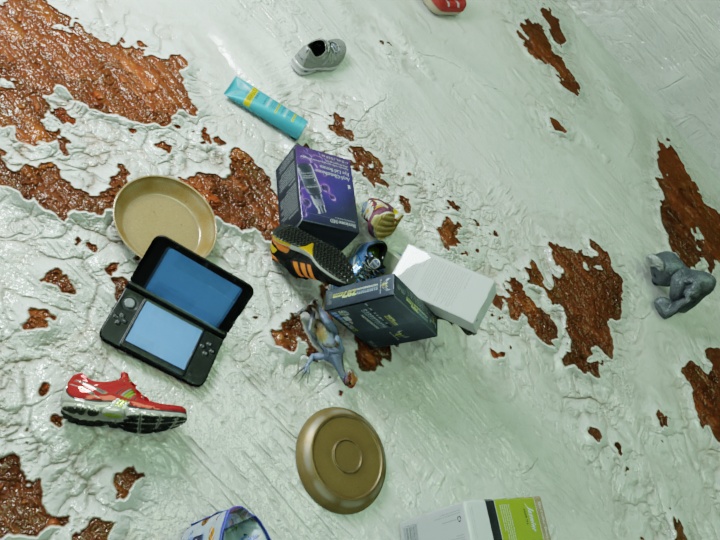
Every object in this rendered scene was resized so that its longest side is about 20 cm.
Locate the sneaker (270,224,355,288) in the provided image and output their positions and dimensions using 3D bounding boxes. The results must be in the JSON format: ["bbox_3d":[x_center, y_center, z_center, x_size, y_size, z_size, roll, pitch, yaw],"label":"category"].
[{"bbox_3d":[-0.099,-0.011,1.330,0.199,0.091,0.070,32,42,15],"label":"sneaker"}]

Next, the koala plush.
[{"bbox_3d":[1.010,0.018,2.104,0.176,0.184,0.201,-7,56,-38],"label":"koala plush"}]

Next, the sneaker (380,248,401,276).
[{"bbox_3d":[0.125,0.018,1.522,0.200,0.077,0.111,40,25,15],"label":"sneaker"}]

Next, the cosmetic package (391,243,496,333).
[{"bbox_3d":[0.166,0.036,1.342,0.199,0.071,0.102,25,76,23],"label":"cosmetic package"}]

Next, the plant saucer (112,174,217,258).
[{"bbox_3d":[-0.373,-0.088,1.248,0.199,0.035,0.202,18,55,-27],"label":"plant saucer"}]

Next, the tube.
[{"bbox_3d":[-0.219,-0.380,1.534,0.199,0.050,0.078,30,42,-11],"label":"tube"}]

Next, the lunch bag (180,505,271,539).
[{"bbox_3d":[-0.193,0.459,0.959,0.123,0.170,0.202,-6,68,-43],"label":"lunch bag"}]

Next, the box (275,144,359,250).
[{"bbox_3d":[-0.097,-0.153,1.441,0.147,0.104,0.202,9,58,-32],"label":"box"}]

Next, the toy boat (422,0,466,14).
[{"bbox_3d":[0.288,-0.933,2.169,0.199,0.131,0.131,-20,76,-41],"label":"toy boat"}]

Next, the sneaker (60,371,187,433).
[{"bbox_3d":[-0.370,0.205,1.050,0.198,0.077,0.086,18,49,-27],"label":"sneaker"}]

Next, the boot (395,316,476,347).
[{"bbox_3d":[0.135,0.105,1.419,0.200,0.174,0.069,51,7,19],"label":"boot"}]

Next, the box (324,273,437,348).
[{"bbox_3d":[0.045,0.087,1.312,0.200,0.156,0.051,43,41,-48],"label":"box"}]

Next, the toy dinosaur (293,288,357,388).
[{"bbox_3d":[-0.050,0.139,1.300,0.182,0.105,0.200,52,45,-2],"label":"toy dinosaur"}]

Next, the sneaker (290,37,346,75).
[{"bbox_3d":[-0.093,-0.568,1.708,0.075,0.082,0.200,49,47,-1],"label":"sneaker"}]

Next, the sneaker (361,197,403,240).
[{"bbox_3d":[0.034,-0.124,1.504,0.090,0.075,0.200,33,10,11],"label":"sneaker"}]

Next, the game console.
[{"bbox_3d":[-0.315,0.073,1.138,0.199,0.116,0.177,31,49,-16],"label":"game console"}]

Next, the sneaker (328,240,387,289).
[{"bbox_3d":[0.000,0.000,1.419,0.079,0.089,0.201,45,49,-19],"label":"sneaker"}]

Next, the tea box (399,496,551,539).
[{"bbox_3d":[0.212,0.505,1.200,0.195,0.200,0.135,10,57,-32],"label":"tea box"}]

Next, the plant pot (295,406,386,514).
[{"bbox_3d":[-0.029,0.353,1.237,0.199,0.027,0.202,19,54,-27],"label":"plant pot"}]
